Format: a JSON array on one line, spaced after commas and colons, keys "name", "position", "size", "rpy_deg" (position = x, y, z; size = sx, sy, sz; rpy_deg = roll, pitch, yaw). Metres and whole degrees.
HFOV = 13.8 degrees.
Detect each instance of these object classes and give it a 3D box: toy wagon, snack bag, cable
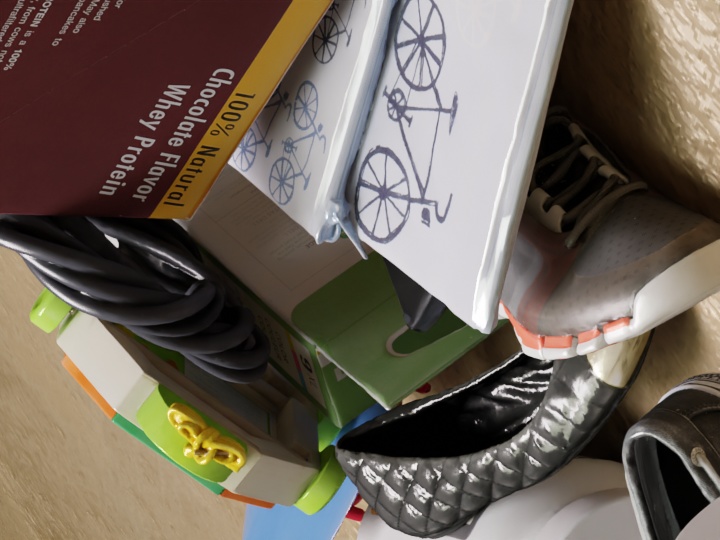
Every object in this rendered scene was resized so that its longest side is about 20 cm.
[{"name": "toy wagon", "position": [-0.076, 0.051, 1.310], "size": [0.155, 0.040, 0.200], "rpy_deg": [36, -167, -11]}, {"name": "snack bag", "position": [0.008, -0.092, 1.112], "size": [0.200, 0.021, 0.189], "rpy_deg": [40, 126, 43]}, {"name": "cable", "position": [-0.099, -0.014, 1.218], "size": [0.163, 0.051, 0.200], "rpy_deg": [37, -177, 30]}]

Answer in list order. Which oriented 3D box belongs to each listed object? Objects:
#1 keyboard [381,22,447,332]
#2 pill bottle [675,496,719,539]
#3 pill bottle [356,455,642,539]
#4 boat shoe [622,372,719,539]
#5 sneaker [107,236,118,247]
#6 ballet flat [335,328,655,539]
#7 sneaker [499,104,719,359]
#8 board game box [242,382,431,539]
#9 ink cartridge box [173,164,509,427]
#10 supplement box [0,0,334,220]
[{"name": "keyboard", "position": [0.017, -0.084, 1.173], "size": [0.104, 0.040, 0.200], "rpy_deg": [117, 138, -57]}, {"name": "pill bottle", "position": [0.194, 0.166, 1.068], "size": [0.200, 0.111, 0.111], "rpy_deg": [59, 163, -9]}, {"name": "pill bottle", "position": [0.081, 0.137, 1.316], "size": [0.116, 0.116, 0.200], "rpy_deg": [60, 163, -12]}, {"name": "boat shoe", "position": [0.152, 0.141, 1.150], "size": [0.074, 0.068, 0.199], "rpy_deg": [-6, 105, 39]}, {"name": "sneaker", "position": [-0.075, 0.042, 1.560], "size": [0.200, 0.088, 0.075], "rpy_deg": [42, 175, -25]}, {"name": "ballet flat", "position": [0.056, 0.057, 1.229], "size": [0.057, 0.066, 0.200], "rpy_deg": [33, 138, -14]}, {"name": "sneaker", "position": [0.073, -0.021, 1.131], "size": [0.200, 0.077, 0.082], "rpy_deg": [10, 124, 66]}, {"name": "board game box", "position": [0.002, 0.068, 1.430], "size": [0.039, 0.158, 0.200], "rpy_deg": [21, 170, -16]}, {"name": "ink cartridge box", "position": [0.000, 0.000, 1.312], "size": [0.200, 0.104, 0.059], "rpy_deg": [40, 157, 42]}, {"name": "supplement box", "position": [-0.122, -0.133, 1.082], "size": [0.197, 0.200, 0.133], "rpy_deg": [-54, 51, 34]}]
